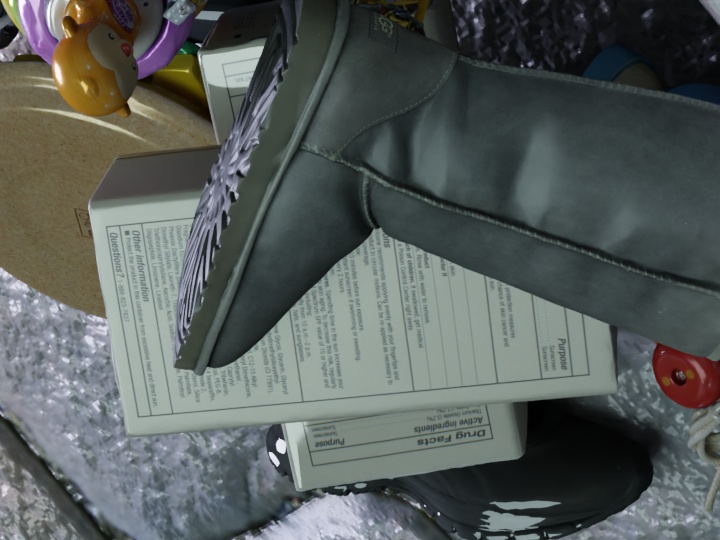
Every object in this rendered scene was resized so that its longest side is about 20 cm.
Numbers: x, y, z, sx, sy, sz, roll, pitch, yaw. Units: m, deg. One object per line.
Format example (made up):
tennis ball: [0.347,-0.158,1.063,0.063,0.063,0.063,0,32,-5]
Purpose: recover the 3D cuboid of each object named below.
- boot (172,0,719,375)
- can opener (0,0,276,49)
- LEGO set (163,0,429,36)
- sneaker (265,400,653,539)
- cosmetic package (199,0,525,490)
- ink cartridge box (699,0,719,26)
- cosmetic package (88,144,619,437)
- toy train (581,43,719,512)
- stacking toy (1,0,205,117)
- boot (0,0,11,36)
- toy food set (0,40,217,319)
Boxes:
boot: [0.044,-0.009,0.984,0.199,0.073,0.182,16,127,-16]
can opener: [-0.124,-0.130,1.208,0.199,0.063,0.079,15,141,26]
LEGO set: [-0.015,-0.138,0.973,0.200,0.116,0.154,38,135,-25]
sneaker: [0.041,0.068,1.235,0.199,0.076,0.091,10,117,25]
cosmetic package: [0.004,-0.016,1.138,0.103,0.073,0.201,-8,109,8]
ink cartridge box: [0.145,-0.127,0.945,0.200,0.067,0.117,47,-172,-46]
cosmetic package: [0.000,0.000,1.059,0.199,0.073,0.104,-5,108,6]
toy train: [0.125,0.006,1.122,0.116,0.085,0.200,36,137,23]
stacking toy: [-0.103,-0.115,1.049,0.109,0.200,0.116,-27,116,10]
boot: [-0.165,-0.146,1.176,0.199,0.073,0.091,-22,99,14]
toy food set: [-0.113,-0.037,1.249,0.197,0.049,0.200,3,144,26]
